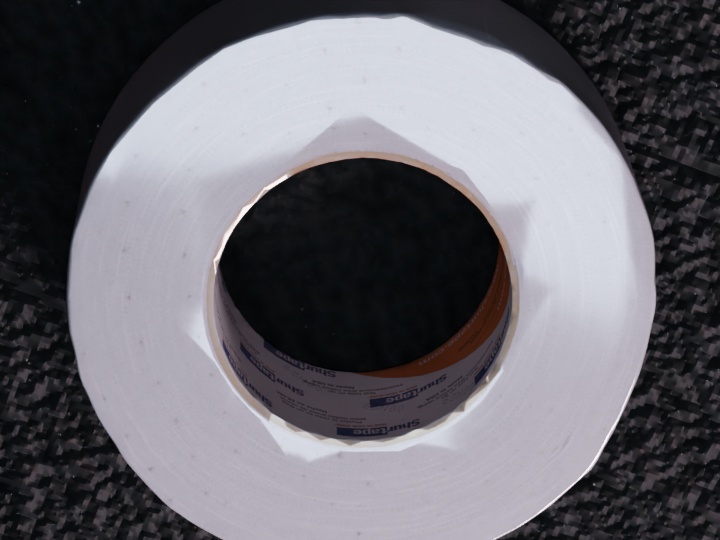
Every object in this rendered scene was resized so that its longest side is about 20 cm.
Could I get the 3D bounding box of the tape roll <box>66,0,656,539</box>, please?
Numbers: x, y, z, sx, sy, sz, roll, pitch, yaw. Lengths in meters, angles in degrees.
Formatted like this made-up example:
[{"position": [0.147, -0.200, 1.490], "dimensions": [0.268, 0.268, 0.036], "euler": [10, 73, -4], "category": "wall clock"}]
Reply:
[{"position": [0.000, 0.000, 1.022], "dimensions": [0.200, 0.066, 0.201], "euler": [0, 110, -1], "category": "tape roll"}]
